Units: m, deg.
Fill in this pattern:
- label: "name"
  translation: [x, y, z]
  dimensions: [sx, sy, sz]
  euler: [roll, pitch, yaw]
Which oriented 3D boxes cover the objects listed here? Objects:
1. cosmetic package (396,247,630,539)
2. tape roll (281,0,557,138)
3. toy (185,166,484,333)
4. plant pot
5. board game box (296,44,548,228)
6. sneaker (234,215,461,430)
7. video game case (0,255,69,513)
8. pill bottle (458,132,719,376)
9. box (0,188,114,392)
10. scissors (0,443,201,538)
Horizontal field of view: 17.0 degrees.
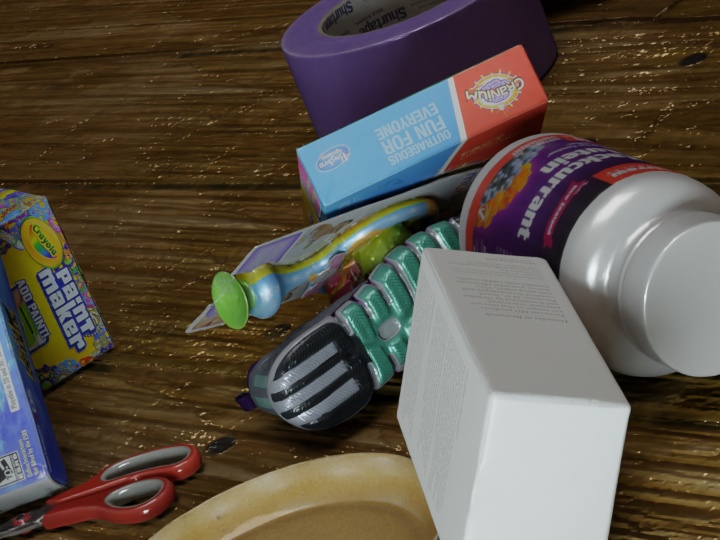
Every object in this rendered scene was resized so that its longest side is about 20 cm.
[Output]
- label: "cosmetic package"
  translation: [0.072, 0.070, 1.199]
  dimensions: [0.071, 0.102, 0.200]
  euler: [5, 20, -9]
- label: "tape roll"
  translation: [0.045, -0.174, 1.859]
  dimensions: [0.199, 0.085, 0.200]
  euler: [-19, 21, 8]
- label: "toy"
  translation: [0.000, 0.000, 1.482]
  dimensions: [0.199, 0.047, 0.115]
  euler: [-15, -20, -34]
- label: "plant pot"
  translation: [-0.045, 0.159, 1.233]
  dimensions: [0.199, 0.028, 0.200]
  euler: [-20, 21, 8]
- label: "board game box"
  translation: [0.037, -0.063, 1.520]
  dimensions: [0.152, 0.040, 0.200]
  euler: [-25, -12, -5]
- label: "sneaker"
  translation: [0.014, 0.024, 1.440]
  dimensions: [0.199, 0.075, 0.087]
  euler: [-30, 11, -25]
- label: "video game case"
  translation: [-0.294, 0.070, 1.481]
  dimensions: [0.180, 0.201, 0.045]
  euler: [-21, -17, 6]
- label: "pill bottle"
  translation: [0.142, -0.006, 1.320]
  dimensions: [0.111, 0.112, 0.200]
  euler: [-29, 22, -15]
- label: "box"
  translation: [-0.312, 0.036, 1.664]
  dimensions: [0.192, 0.123, 0.200]
  euler: [-33, 23, -25]
- label: "scissors"
  translation: [-0.188, 0.145, 1.436]
  dimensions: [0.199, 0.014, 0.073]
  euler: [-17, 24, 19]
